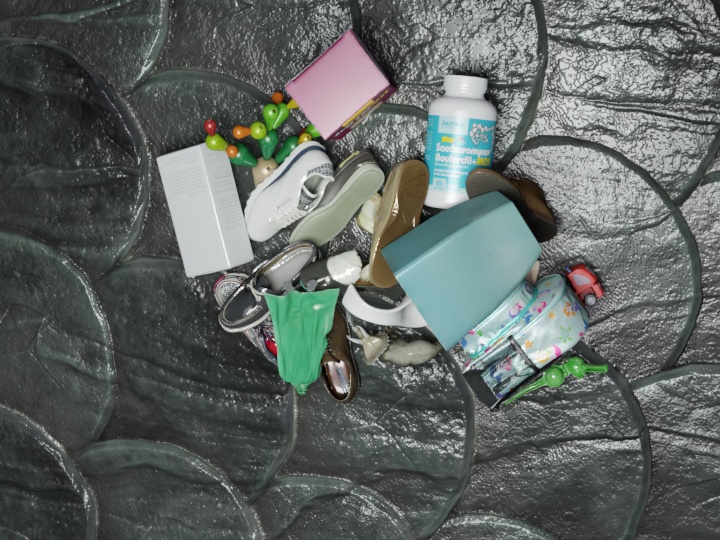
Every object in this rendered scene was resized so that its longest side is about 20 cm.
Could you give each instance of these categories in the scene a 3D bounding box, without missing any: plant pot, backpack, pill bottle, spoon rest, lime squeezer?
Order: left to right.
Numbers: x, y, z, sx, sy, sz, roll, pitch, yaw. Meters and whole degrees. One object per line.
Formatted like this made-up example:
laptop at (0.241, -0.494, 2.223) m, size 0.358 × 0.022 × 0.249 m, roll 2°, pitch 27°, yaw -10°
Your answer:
spoon rest at (0.070, 0.055, 1.590) m, size 0.196 × 0.061 × 0.100 m, roll 0°, pitch 133°, yaw -30°
pill bottle at (0.155, -0.199, 1.564) m, size 0.108 × 0.111 × 0.205 m, roll 5°, pitch 98°, yaw 5°
plant pot at (0.155, -0.016, 1.466) m, size 0.199 × 0.142 × 0.142 m, roll -36°, pitch 107°, yaw 2°
backpack at (0.243, 0.090, 1.509) m, size 0.198 × 0.178 × 0.152 m, roll -33°, pitch 96°, yaw 18°
lime squeezer at (0.325, 0.175, 1.621) m, size 0.198 × 0.071 × 0.038 m, roll -25°, pitch 113°, yaw 38°

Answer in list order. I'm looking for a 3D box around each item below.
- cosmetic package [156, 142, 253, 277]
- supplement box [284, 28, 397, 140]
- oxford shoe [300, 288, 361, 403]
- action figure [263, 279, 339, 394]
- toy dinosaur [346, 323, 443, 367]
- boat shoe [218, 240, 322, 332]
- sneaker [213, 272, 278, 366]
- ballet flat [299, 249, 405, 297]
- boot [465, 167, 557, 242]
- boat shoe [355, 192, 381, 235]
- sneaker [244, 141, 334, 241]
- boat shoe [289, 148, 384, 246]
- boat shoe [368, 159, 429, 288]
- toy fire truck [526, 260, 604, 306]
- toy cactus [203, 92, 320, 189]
cosmetic package at (-0.251, -0.100, 1.623) m, size 0.100 × 0.074 × 0.204 m, roll -9°, pitch 99°, yaw 33°
supplement box at (-0.024, -0.279, 1.528) m, size 0.130 × 0.200 × 0.104 m, roll -38°, pitch 92°, yaw 10°
oxford shoe at (-0.050, 0.120, 1.640) m, size 0.072 × 0.084 × 0.203 m, roll -22°, pitch 93°, yaw 10°
action figure at (-0.094, 0.111, 1.570) m, size 0.115 × 0.055 × 0.204 m, roll 0°, pitch 121°, yaw -5°
toy dinosaur at (0.077, 0.131, 1.619) m, size 0.195 × 0.102 × 0.079 m, roll 8°, pitch 98°, yaw 6°
boat shoe at (-0.146, 0.023, 1.601) m, size 0.198 × 0.060 × 0.074 m, roll -33°, pitch 70°, yaw -6°
sneaker at (-0.162, 0.083, 1.651) m, size 0.200 × 0.075 × 0.081 m, roll 43°, pitch 99°, yaw 0°
ballet flat at (0.000, 0.000, 1.589) m, size 0.196 × 0.069 × 0.069 m, roll 2°, pitch 143°, yaw -30°
boot at (0.228, -0.116, 1.547) m, size 0.073 × 0.077 × 0.198 m, roll -29°, pitch 137°, yaw 34°
boat shoe at (0.089, -0.056, 1.612) m, size 0.198 × 0.073 × 0.064 m, roll 30°, pitch 97°, yaw 11°
sneaker at (-0.116, -0.111, 1.596) m, size 0.201 × 0.076 × 0.081 m, roll -49°, pitch 51°, yaw 27°
boat shoe at (-0.044, -0.113, 1.623) m, size 0.201 × 0.071 × 0.061 m, roll -41°, pitch 48°, yaw 20°
boat shoe at (0.055, -0.072, 1.557) m, size 0.070 × 0.064 × 0.204 m, roll 19°, pitch 89°, yaw -23°
toy fire truck at (0.276, 0.032, 1.612) m, size 0.198 × 0.049 × 0.142 m, roll -33°, pitch 93°, yaw 9°
toy cactus at (-0.157, -0.196, 1.601) m, size 0.197 × 0.102 × 0.167 m, roll -17°, pitch 134°, yaw -27°
